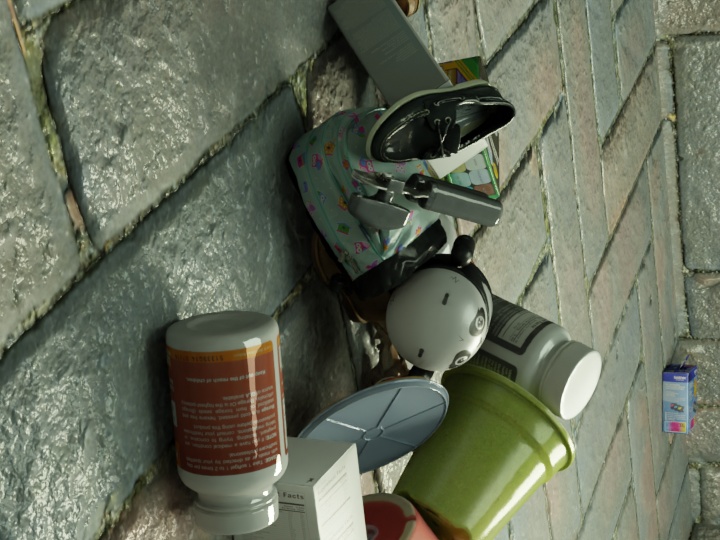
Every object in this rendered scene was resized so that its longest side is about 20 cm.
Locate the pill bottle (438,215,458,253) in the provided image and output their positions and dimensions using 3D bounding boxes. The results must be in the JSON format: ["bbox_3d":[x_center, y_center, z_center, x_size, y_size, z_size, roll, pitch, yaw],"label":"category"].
[{"bbox_3d":[0.084,-0.014,1.770,0.200,0.111,0.113,55,42,-53],"label":"pill bottle"}]

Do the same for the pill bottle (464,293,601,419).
[{"bbox_3d":[0.198,0.105,1.709,0.113,0.199,0.114,-34,137,-38],"label":"pill bottle"}]

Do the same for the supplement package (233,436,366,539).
[{"bbox_3d":[-0.063,0.297,1.467,0.109,0.113,0.202,-37,125,-59],"label":"supplement package"}]

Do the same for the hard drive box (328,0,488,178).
[{"bbox_3d":[0.057,-0.235,1.629,0.201,0.076,0.156,61,7,32],"label":"hard drive box"}]

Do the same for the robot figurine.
[{"bbox_3d":[0.097,0.048,1.594,0.200,0.124,0.151,-46,116,-78],"label":"robot figurine"}]

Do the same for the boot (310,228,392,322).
[{"bbox_3d":[0.000,0.000,1.645,0.200,0.075,0.074,54,48,-51],"label":"boot"}]

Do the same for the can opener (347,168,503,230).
[{"bbox_3d":[0.068,-0.070,1.486,0.199,0.053,0.067,13,103,-37],"label":"can opener"}]

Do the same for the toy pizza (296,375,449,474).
[{"bbox_3d":[0.010,0.179,1.573,0.200,0.199,0.032,49,14,-57],"label":"toy pizza"}]

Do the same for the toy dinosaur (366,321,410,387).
[{"bbox_3d":[0.052,0.154,1.770,0.136,0.085,0.202,-61,150,-58],"label":"toy dinosaur"}]

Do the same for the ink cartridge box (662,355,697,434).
[{"bbox_3d":[0.875,0.335,3.669,0.136,0.076,0.202,-15,104,-65],"label":"ink cartridge box"}]

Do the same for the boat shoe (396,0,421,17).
[{"bbox_3d":[0.015,-0.391,1.672,0.201,0.071,0.068,61,41,-33],"label":"boat shoe"}]

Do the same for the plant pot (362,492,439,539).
[{"bbox_3d":[0.033,0.382,1.621,0.178,0.199,0.201,66,33,-26],"label":"plant pot"}]

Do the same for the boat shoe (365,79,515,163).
[{"bbox_3d":[0.095,-0.158,1.493,0.198,0.066,0.075,-20,131,-38],"label":"boat shoe"}]

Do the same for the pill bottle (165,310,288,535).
[{"bbox_3d":[-0.129,0.148,1.312,0.112,0.111,0.202,-27,116,-63],"label":"pill bottle"}]

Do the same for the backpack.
[{"bbox_3d":[0.009,-0.087,1.546,0.201,0.126,0.167,60,37,-8],"label":"backpack"}]

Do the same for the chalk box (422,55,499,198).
[{"bbox_3d":[0.115,-0.166,1.791,0.125,0.123,0.201,65,23,-46],"label":"chalk box"}]

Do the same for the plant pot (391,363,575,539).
[{"bbox_3d":[0.138,0.253,1.683,0.185,0.199,0.201,-51,141,-24],"label":"plant pot"}]
